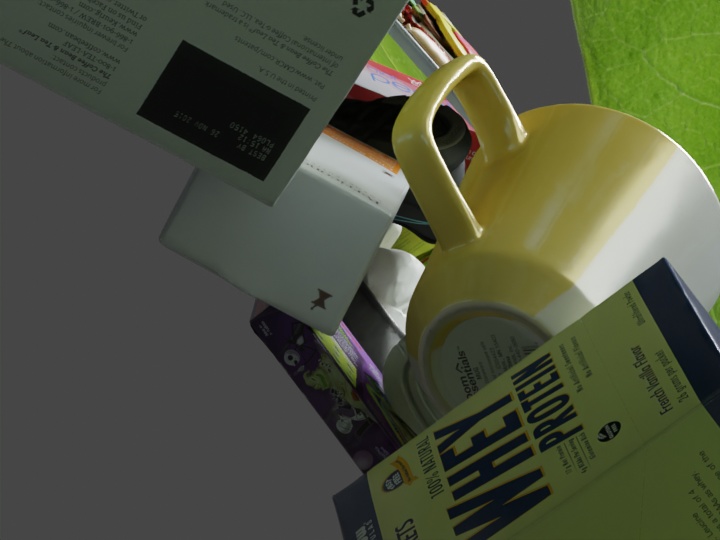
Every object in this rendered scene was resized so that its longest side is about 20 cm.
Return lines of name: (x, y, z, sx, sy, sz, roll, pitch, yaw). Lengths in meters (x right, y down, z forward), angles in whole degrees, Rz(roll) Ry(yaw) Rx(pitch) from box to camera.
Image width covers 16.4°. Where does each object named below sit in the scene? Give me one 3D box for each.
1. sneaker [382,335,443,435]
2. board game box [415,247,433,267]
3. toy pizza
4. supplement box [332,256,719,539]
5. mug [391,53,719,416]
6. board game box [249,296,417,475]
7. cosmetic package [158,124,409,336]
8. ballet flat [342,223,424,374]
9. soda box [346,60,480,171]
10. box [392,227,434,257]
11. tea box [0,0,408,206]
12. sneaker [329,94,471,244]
sneaker: (0.096, 0.101, 1.371, 0.201, 0.076, 0.080, 55, 22, -4)
board game box: (0.087, 0.079, 1.573, 0.200, 0.048, 0.101, 53, -29, -5)
toy pizza: (0.023, -0.156, 1.449, 0.200, 0.032, 0.200, 48, 5, -6)
supplement box: (0.129, 0.146, 1.167, 0.200, 0.199, 0.134, 50, 9, -23)
mug: (0.080, 0.005, 1.275, 0.186, 0.150, 0.153, 33, 38, 5)
board game box: (0.011, 0.088, 1.349, 0.200, 0.032, 0.120, 53, 11, -8)
cosmetic package: (-0.034, -0.035, 1.320, 0.101, 0.072, 0.200, 28, 10, -1)
ballet flat: (0.000, 0.000, 1.501, 0.068, 0.068, 0.201, 43, 14, -53)
soda box: (-0.006, -0.099, 1.593, 0.199, 0.064, 0.070, 20, 20, -19)
box: (0.032, -0.012, 1.721, 0.050, 0.075, 0.200, 57, 7, 8)
tea box: (-0.101, -0.162, 1.169, 0.199, 0.134, 0.197, 28, 17, -23)
sneaker: (-0.026, -0.070, 1.478, 0.199, 0.075, 0.080, 19, -46, 29)
